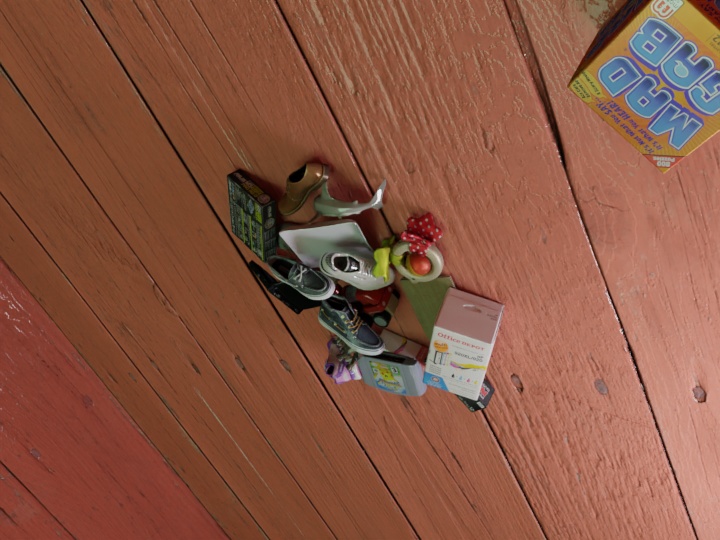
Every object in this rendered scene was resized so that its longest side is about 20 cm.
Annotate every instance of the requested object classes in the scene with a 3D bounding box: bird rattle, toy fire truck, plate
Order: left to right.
[{"bbox_3d":[-0.073,-0.070,1.689,0.195,0.033,0.200,-6,154,17],"label":"plate"},{"bbox_3d":[-0.012,0.043,1.800,0.174,0.130,0.200,-15,128,44],"label":"toy fire truck"},{"bbox_3d":[0.129,-0.043,1.642,0.198,0.114,0.163,-30,119,35],"label":"bird rattle"}]

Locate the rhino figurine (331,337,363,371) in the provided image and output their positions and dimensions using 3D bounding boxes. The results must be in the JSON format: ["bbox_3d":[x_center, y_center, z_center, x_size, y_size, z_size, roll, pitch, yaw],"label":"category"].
[{"bbox_3d":[-0.032,0.183,1.906,0.059,0.201,0.088,36,105,-27],"label":"rhino figurine"}]

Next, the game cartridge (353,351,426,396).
[{"bbox_3d":[0.081,0.281,1.897,0.197,0.041,0.135,7,136,32],"label":"game cartridge"}]

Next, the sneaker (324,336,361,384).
[{"bbox_3d":[-0.070,0.262,2.000,0.082,0.087,0.200,67,171,-28],"label":"sneaker"}]

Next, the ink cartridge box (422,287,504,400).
[{"bbox_3d":[0.245,0.176,1.671,0.144,0.146,0.203,16,132,12],"label":"ink cartridge box"}]

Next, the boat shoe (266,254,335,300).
[{"bbox_3d":[-0.155,0.011,1.760,0.198,0.072,0.068,27,169,28],"label":"boat shoe"}]

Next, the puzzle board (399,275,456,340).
[{"bbox_3d":[0.199,0.096,1.753,0.149,0.017,0.202,-4,125,38],"label":"puzzle board"}]

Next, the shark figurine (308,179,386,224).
[{"bbox_3d":[-0.049,-0.167,1.613,0.211,0.128,0.091,2,117,34],"label":"shark figurine"}]

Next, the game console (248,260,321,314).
[{"bbox_3d":[-0.188,0.033,1.920,0.176,0.116,0.200,48,180,31],"label":"game console"}]

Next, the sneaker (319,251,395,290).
[{"bbox_3d":[0.000,0.000,1.685,0.196,0.078,0.080,11,168,-20],"label":"sneaker"}]

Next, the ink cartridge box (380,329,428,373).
[{"bbox_3d":[0.099,0.242,1.927,0.197,0.068,0.118,22,138,17],"label":"ink cartridge box"}]

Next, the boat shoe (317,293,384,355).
[{"bbox_3d":[-0.023,0.135,1.755,0.198,0.071,0.092,29,142,15],"label":"boat shoe"}]

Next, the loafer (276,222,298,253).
[{"bbox_3d":[-0.175,-0.082,1.824,0.197,0.070,0.071,-2,124,38],"label":"loafer"}]

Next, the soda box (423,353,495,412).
[{"bbox_3d":[0.262,0.277,1.833,0.200,0.071,0.063,47,141,-10],"label":"soda box"}]

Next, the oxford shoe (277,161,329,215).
[{"bbox_3d":[-0.156,-0.203,1.678,0.070,0.073,0.200,13,144,-32],"label":"oxford shoe"}]

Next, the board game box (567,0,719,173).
[{"bbox_3d":[0.464,-0.316,1.016,0.199,0.201,0.200,39,141,-3],"label":"board game box"}]

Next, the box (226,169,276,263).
[{"bbox_3d":[-0.286,-0.142,1.833,0.160,0.044,0.202,40,144,29],"label":"box"}]
